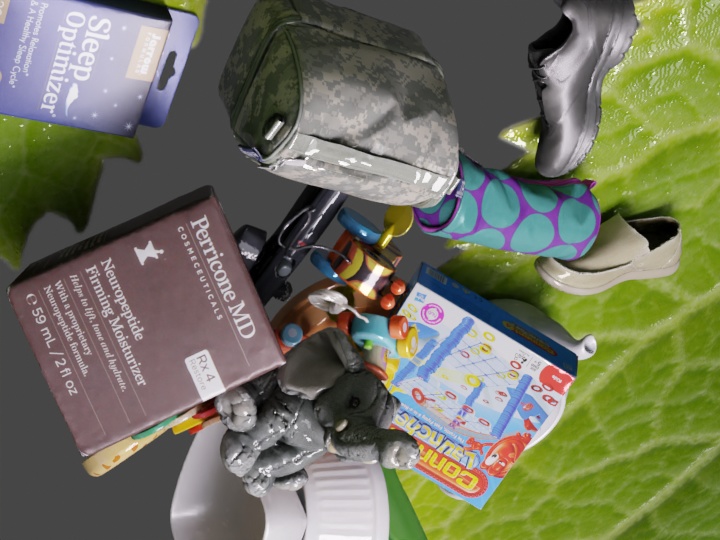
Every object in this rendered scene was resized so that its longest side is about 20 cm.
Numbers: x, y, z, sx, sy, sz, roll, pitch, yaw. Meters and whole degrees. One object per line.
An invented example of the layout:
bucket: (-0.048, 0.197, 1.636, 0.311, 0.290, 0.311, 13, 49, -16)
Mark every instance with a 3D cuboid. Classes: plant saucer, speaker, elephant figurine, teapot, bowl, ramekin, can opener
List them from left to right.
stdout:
bowl: (-0.131, 0.276, 1.430, 0.074, 0.200, 0.202, 4, 125, -32)
can opener: (-0.067, -0.036, 1.291, 0.200, 0.064, 0.078, -46, 131, 16)
ramekin: (-0.053, 0.286, 1.471, 0.093, 0.203, 0.204, 7, 124, -28)
elephant figurine: (-0.023, 0.129, 1.194, 0.198, 0.157, 0.141, -20, 163, 23)
plant saucer: (-0.014, 0.090, 1.439, 0.197, 0.038, 0.202, -13, 132, -15)
speaker: (0.026, 0.296, 1.515, 0.087, 0.201, 0.089, -12, 132, -14)
teapot: (0.164, 0.145, 1.492, 0.195, 0.147, 0.202, -19, 134, -9)

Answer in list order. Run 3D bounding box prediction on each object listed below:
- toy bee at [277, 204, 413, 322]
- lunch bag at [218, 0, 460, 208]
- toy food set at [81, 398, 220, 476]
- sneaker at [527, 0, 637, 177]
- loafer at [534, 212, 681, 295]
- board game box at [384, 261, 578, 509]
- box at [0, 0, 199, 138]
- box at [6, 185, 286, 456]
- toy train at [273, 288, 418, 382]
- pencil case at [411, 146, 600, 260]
toy bee: (0.000, 0.000, 1.262, 0.199, 0.108, 0.132, -29, 154, -54)
lunch bag: (-0.017, -0.140, 1.156, 0.198, 0.168, 0.140, 13, 121, -32)
toy food set: (-0.179, 0.145, 1.327, 0.196, 0.049, 0.199, -26, 176, 32)
sneaker: (0.202, -0.190, 1.293, 0.089, 0.076, 0.202, 6, 117, -19)
loafer: (0.283, -0.026, 1.460, 0.198, 0.076, 0.069, -11, 131, -29)
board game box: (0.099, 0.126, 1.391, 0.198, 0.056, 0.197, 30, 115, -3)
box: (-0.242, -0.182, 1.112, 0.198, 0.033, 0.122, 7, 124, -30)
box: (-0.193, 0.039, 1.187, 0.198, 0.164, 0.168, -24, 99, -4)
toy train: (-0.027, 0.081, 1.287, 0.148, 0.056, 0.200, 17, 159, -13)
pencil case: (0.155, -0.068, 1.352, 0.198, 0.085, 0.094, 10, 98, -32)
